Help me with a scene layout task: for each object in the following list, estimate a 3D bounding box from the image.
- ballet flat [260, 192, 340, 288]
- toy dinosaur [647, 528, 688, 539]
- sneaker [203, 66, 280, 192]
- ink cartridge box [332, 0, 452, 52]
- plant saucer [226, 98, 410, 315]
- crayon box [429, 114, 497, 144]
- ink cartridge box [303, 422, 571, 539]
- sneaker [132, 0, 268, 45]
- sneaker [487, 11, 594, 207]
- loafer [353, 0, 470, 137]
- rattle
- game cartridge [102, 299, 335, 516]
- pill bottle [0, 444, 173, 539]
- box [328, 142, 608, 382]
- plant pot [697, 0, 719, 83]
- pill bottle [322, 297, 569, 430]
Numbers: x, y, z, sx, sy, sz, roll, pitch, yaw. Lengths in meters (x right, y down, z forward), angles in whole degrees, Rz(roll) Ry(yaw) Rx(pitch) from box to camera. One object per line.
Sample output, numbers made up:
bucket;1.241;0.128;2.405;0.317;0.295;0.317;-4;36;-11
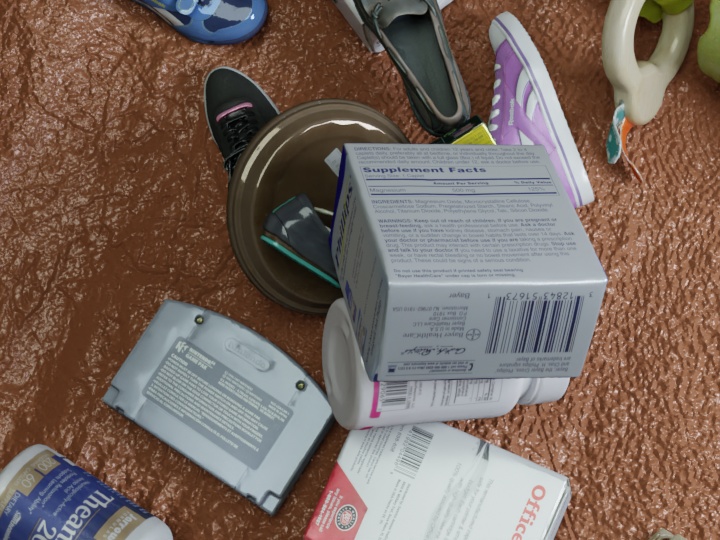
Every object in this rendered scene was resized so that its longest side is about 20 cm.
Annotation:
ballet flat;0.000;0.000;1.615;0.200;0.073;0.073;39;82;-22
toy dinosaur;0.254;0.277;1.567;0.199;0.058;0.102;32;83;14
sneaker;-0.104;-0.119;1.697;0.070;0.099;0.202;-24;72;3
ink cartridge box;0.010;-0.337;1.744;0.145;0.084;0.201;-35;75;-2
plant saucer;-0.025;-0.056;1.645;0.198;0.029;0.203;-4;102;-22
crayon box;0.105;-0.022;1.633;0.126;0.051;0.201;-30;103;4
ink cartridge box;0.071;0.217;1.591;0.198;0.084;0.145;22;80;16
sneaker;-0.185;-0.283;1.759;0.198;0.082;0.075;24;78;11
sneaker;0.133;-0.139;1.685;0.113;0.073;0.202;-20;74;5
loafer;0.048;-0.220;1.647;0.071;0.063;0.202;-27;90;-2
rattle;0.227;-0.199;1.690;0.142;0.130;0.202;17;105;23
game cartridge;-0.125;0.119;1.672;0.199;0.042;0.134;32;78;14
pill bottle;-0.239;0.252;1.613;0.199;0.111;0.112;30;81;14
box;0.082;-0.010;1.486;0.182;0.106;0.201;0;37;-13
plant pot;0.411;-0.202;1.614;0.183;0.200;0.201;28;81;25
pill bottle;0.075;0.074;1.558;0.198;0.113;0.115;-3;74;-18
